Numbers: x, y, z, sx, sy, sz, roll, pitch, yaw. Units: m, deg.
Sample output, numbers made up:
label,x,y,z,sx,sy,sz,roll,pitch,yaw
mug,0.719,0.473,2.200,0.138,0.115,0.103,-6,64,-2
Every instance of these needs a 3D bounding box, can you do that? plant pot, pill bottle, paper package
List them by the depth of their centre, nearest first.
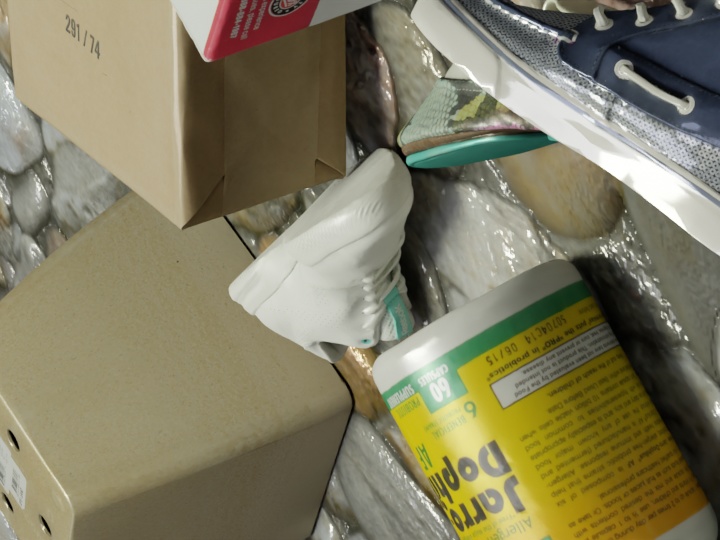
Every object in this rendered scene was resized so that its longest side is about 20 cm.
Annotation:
label,x,y,z,sx,sy,sz,roll,pitch,yaw
pill bottle,0.098,0.105,1.175,0.200,0.113,0.113,61,156,4
paper package,-0.102,-0.147,1.305,0.200,0.103,0.191,37,137,47
plant pot,-0.144,0.090,1.565,0.200,0.177,0.200,52,154,21

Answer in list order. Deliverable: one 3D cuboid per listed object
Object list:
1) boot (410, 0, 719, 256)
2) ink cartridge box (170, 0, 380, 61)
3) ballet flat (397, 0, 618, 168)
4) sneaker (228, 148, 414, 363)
label,x,y,z,sx,sy,sz,roll,pitch,yaw
boot,0.117,-0.080,0.964,0.200,0.073,0.090,37,104,22
ink cartridge box,0.021,-0.177,0.944,0.083,0.200,0.145,59,156,18
ballet flat,0.083,-0.083,1.089,0.200,0.069,0.071,0,96,59
sneaker,0.000,0.000,1.338,0.088,0.075,0.200,46,157,-2
